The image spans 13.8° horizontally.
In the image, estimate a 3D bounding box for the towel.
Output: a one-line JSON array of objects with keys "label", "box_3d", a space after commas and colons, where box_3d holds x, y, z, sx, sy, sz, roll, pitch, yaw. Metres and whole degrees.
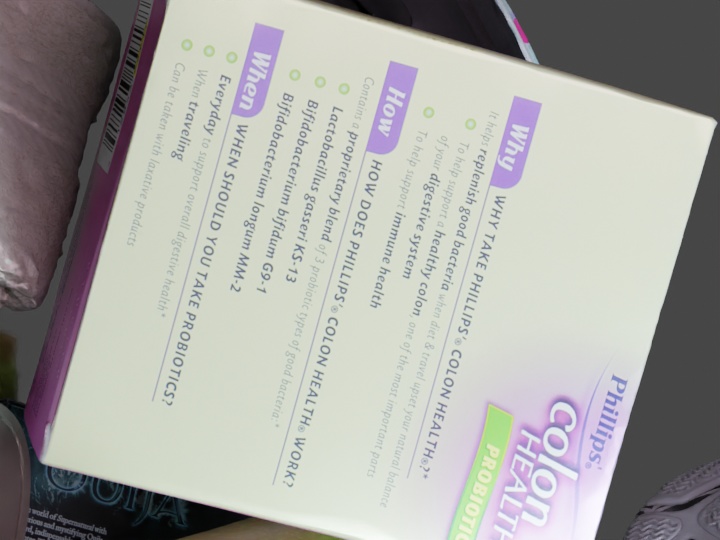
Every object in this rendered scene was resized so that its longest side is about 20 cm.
[{"label": "towel", "box_3d": [-0.180, -0.079, 1.046, 0.200, 0.034, 0.133, 31, 51, -24]}]

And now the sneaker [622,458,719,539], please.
[{"label": "sneaker", "box_3d": [0.153, 0.173, 1.295, 0.200, 0.075, 0.115, -52, 130, -44]}]

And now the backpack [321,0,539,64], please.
[{"label": "backpack", "box_3d": [0.001, -0.026, 1.182, 0.177, 0.150, 0.201, -37, 111, -29]}]

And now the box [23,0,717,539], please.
[{"label": "box", "box_3d": [0.000, 0.000, 1.058, 0.199, 0.097, 0.177, 15, 95, -11]}]

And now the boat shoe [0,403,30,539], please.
[{"label": "boat shoe", "box_3d": [-0.185, 0.137, 1.097, 0.073, 0.063, 0.201, 36, 68, -46]}]

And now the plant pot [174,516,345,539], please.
[{"label": "plant pot", "box_3d": [-0.050, 0.172, 1.072, 0.184, 0.200, 0.201, -22, 95, -52]}]

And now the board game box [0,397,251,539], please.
[{"label": "board game box", "box_3d": [-0.072, 0.142, 1.187, 0.199, 0.028, 0.136, 20, 73, -27]}]
